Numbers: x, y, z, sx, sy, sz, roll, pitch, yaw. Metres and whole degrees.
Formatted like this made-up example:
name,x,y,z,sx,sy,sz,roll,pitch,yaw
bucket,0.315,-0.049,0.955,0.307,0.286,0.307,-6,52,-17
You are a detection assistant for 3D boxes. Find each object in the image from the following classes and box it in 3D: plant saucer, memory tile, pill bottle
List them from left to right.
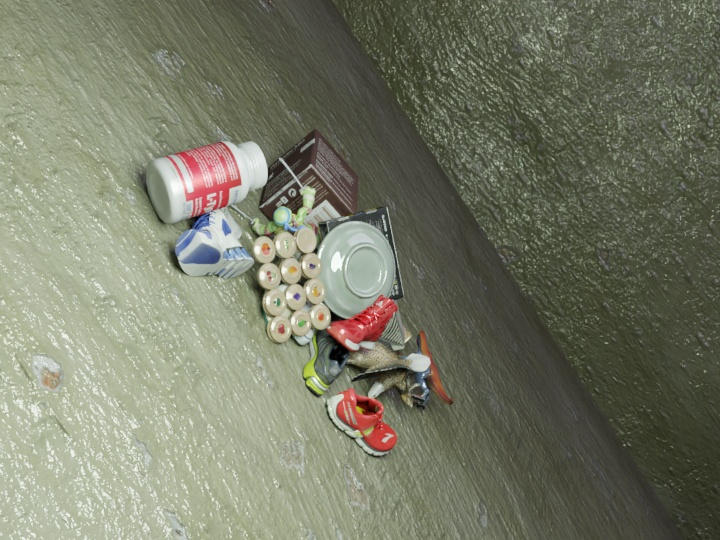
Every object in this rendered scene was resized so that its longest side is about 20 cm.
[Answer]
name,x,y,z,sx,sy,sz,roll,pitch,yaw
pill bottle,-0.269,-0.163,1.421,0.197,0.112,0.114,-22,75,-31
memory tile,-0.130,0.026,1.543,0.151,0.017,0.205,-13,92,-41
plant saucer,0.000,0.000,1.643,0.196,0.050,0.206,0,89,-32

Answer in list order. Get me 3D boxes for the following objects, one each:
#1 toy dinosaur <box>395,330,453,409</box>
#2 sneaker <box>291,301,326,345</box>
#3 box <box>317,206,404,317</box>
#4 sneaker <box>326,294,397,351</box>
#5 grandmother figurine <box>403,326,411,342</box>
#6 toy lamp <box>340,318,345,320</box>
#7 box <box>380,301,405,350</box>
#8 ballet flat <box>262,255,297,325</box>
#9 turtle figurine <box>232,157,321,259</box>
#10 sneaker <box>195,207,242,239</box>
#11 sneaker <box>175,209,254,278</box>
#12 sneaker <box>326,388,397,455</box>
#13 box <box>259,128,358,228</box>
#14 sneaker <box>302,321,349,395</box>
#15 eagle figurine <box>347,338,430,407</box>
name,x,y,z,sx,sy,sz,roll,pitch,yaw
toy dinosaur,0.160,0.232,1.912,0.105,0.195,0.185,53,48,-52
sneaker,-0.101,0.074,1.640,0.073,0.070,0.201,48,22,-20
box,0.003,-0.020,1.701,0.157,0.049,0.205,-17,99,-29
sneaker,0.006,0.093,1.589,0.078,0.117,0.200,36,7,16
grandmother figurine,0.049,0.094,1.982,0.201,0.060,0.121,52,-7,-5
toy lamp,0.026,0.172,1.809,0.200,0.058,0.059,46,22,-27
box,0.044,0.086,1.840,0.069,0.080,0.204,-80,156,-60
ballet flat,-0.152,0.035,1.591,0.069,0.069,0.202,44,24,-28
turtle figurine,-0.153,-0.118,1.687,0.198,0.145,0.195,34,-11,26
sneaker,-0.283,-0.139,1.518,0.201,0.086,0.076,48,20,-25
sneaker,-0.277,-0.055,1.437,0.117,0.080,0.199,59,13,17
sneaker,0.019,0.295,1.570,0.199,0.084,0.078,40,26,-38
box,-0.115,-0.181,1.847,0.164,0.165,0.202,45,23,-25
sneaker,-0.057,0.163,1.596,0.074,0.080,0.202,47,22,-23
eagle figurine,0.046,0.211,1.704,0.200,0.149,0.153,47,42,-35
